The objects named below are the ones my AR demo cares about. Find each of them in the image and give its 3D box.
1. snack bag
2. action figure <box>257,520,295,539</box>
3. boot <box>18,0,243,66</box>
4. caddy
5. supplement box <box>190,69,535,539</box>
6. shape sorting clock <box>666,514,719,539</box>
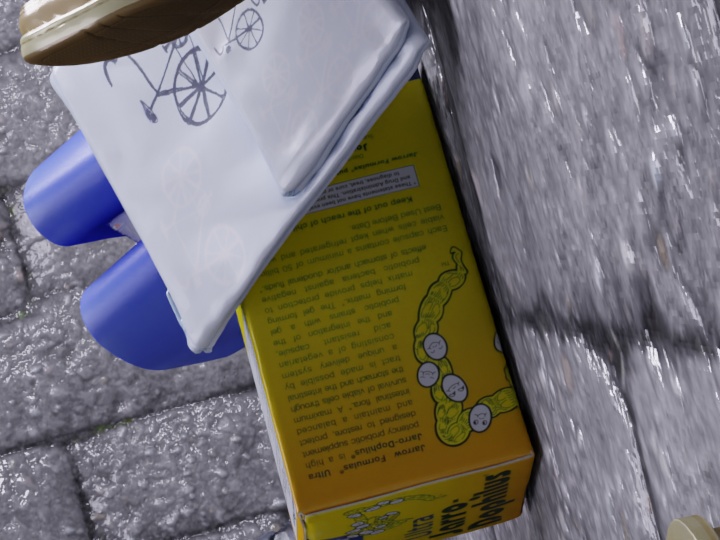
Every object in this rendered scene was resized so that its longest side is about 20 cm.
[{"bbox_3d":[-0.065,-0.096,1.152,0.200,0.021,0.189,-53,53,32],"label":"snack bag"},{"bbox_3d":[-0.048,0.196,1.748,0.105,0.193,0.200,45,168,-3],"label":"action figure"},{"bbox_3d":[-0.087,-0.187,1.087,0.073,0.199,0.156,-11,-106,-56],"label":"boot"},{"bbox_3d":[-0.081,-0.031,1.380,0.142,0.105,0.200,60,-154,10],"label":"caddy"},{"bbox_3d":[0.000,0.021,1.201,0.109,0.109,0.201,89,166,-71],"label":"supplement box"},{"bbox_3d":[0.116,0.167,0.734,0.200,0.039,0.201,165,90,-86],"label":"shape sorting clock"}]
